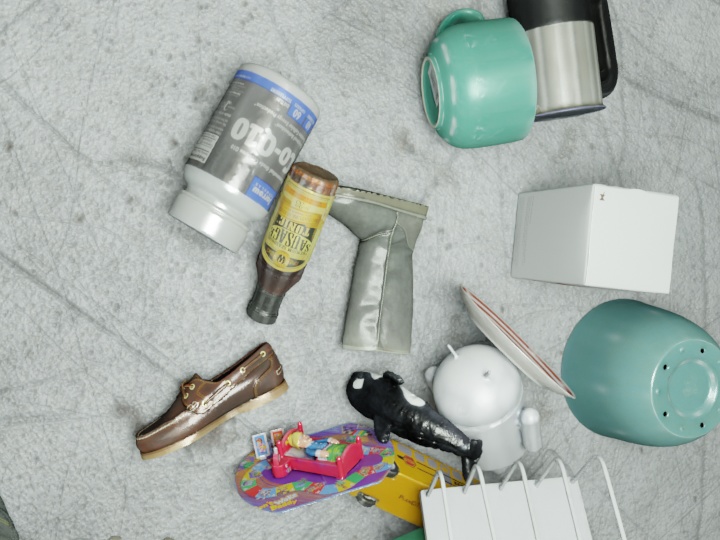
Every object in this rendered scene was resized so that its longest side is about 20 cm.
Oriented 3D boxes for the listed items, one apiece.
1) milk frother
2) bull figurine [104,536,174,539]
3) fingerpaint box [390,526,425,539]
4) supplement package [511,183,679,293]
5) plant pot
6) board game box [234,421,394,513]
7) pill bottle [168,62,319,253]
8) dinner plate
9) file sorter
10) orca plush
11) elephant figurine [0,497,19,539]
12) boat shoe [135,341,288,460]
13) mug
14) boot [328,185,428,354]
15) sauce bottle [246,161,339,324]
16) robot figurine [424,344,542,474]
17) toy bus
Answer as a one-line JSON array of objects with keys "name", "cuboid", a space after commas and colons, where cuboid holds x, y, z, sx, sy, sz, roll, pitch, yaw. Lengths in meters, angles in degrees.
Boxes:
[{"name": "milk frother", "cuboid": [0.295, -0.303, 0.979, 0.177, 0.200, 0.192, -10, 95, -18]}, {"name": "bull figurine", "cuboid": [-0.261, 0.392, 0.928, 0.196, 0.065, 0.124, 6, 87, -17]}, {"name": "fingerpaint box", "cuboid": [0.127, 0.402, 0.982, 0.164, 0.074, 0.203, -17, 127, -13]}, {"name": "supplement package", "cuboid": [0.293, -0.039, 0.986, 0.119, 0.200, 0.122, 6, 91, -14]}, {"name": "plant pot", "cuboid": [0.401, 0.145, 1.042, 0.197, 0.161, 0.205, 0, 92, -15]}, {"name": "board game box", "cuboid": [-0.057, 0.218, 0.923, 0.196, 0.158, 0.040, -13, 107, -13]}, {"name": "pill bottle", "cuboid": [-0.140, -0.131, 0.913, 0.113, 0.114, 0.202, 29, 85, -14]}, {"name": "dinner plate", "cuboid": [0.192, 0.094, 0.971, 0.200, 0.200, 0.024, 41, 97, -13]}, {"name": "file sorter", "cuboid": [0.178, 0.292, 0.856, 0.196, 0.125, 0.141, -4, 58, -5]}, {"name": "orca plush", "cuboid": [0.050, 0.199, 0.947, 0.199, 0.106, 0.071, 37, 57, 18]}, {"name": "elephant figurine", "cuboid": [-0.488, 0.329, 0.847, 0.200, 0.155, 0.141, -48, 146, 2]}, {"name": "boat shoe", "cuboid": [-0.187, 0.155, 0.936, 0.198, 0.070, 0.071, -28, 106, -21]}, {"name": "mug", "cuboid": [0.137, -0.239, 0.976, 0.112, 0.186, 0.155, -10, 118, -8]}, {"name": "boot", "cuboid": [0.000, 0.000, 0.986, 0.179, 0.073, 0.204, 12, 96, -13]}, {"name": "sauce bottle", "cuboid": [-0.087, -0.029, 0.932, 0.065, 0.066, 0.203, 16, 108, -14]}, {"name": "robot figurine", "cuboid": [0.156, 0.174, 0.978, 0.113, 0.168, 0.202, -50, 139, -29]}, {"name": "toy bus", "cuboid": [0.077, 0.284, 0.998, 0.198, 0.079, 0.066, 28, 113, -14]}]
